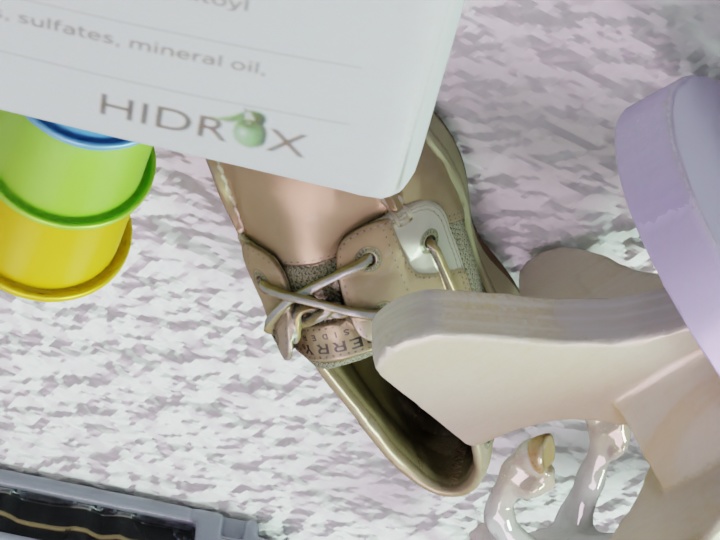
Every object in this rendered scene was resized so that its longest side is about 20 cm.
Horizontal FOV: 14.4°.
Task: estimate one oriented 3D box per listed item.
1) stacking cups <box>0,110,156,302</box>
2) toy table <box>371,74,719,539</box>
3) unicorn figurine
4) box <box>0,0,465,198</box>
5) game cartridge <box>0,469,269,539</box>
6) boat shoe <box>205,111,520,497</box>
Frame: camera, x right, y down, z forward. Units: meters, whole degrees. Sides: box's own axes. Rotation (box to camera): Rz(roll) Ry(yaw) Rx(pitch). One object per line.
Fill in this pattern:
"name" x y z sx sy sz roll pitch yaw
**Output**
"stacking cups" -0.070 -0.067 0.832 0.060 0.061 0.200 18 143 -11
"toy table" 0.101 0.040 0.858 0.117 0.184 0.200 -30 118 25
"unicorn figurine" 0.094 0.106 1.026 0.200 0.074 0.138 22 131 29
"box" -0.057 -0.156 0.551 0.199 0.200 0.171 13 148 -2
"game cartridge" -0.133 0.129 1.185 0.199 0.041 0.133 11 152 0
"boat shoe" 0.000 0.000 0.906 0.072 0.065 0.200 -5 143 24
